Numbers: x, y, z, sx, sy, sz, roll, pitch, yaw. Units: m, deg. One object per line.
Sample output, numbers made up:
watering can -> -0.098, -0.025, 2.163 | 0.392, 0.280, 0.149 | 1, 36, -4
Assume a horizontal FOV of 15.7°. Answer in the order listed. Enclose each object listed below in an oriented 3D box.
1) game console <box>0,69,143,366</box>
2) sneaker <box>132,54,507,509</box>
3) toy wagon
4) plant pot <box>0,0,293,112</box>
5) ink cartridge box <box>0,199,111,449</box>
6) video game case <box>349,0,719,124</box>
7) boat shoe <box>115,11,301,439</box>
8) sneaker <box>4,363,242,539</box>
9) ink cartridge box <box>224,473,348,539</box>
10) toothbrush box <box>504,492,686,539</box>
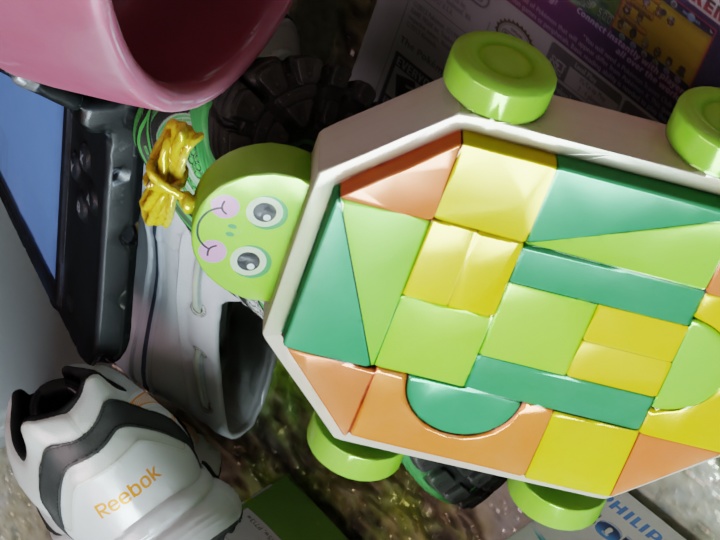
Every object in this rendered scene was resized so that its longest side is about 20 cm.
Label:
game console -> -0.158, -0.082, 0.925 | 0.200, 0.116, 0.177 | -122, 32, -47
sneaker -> 0.000, 0.000, 0.875 | 0.085, 0.078, 0.200 | 16, 148, 52
toy wagon -> 0.030, 0.003, 0.783 | 0.199, 0.040, 0.156 | 13, 126, -10
plant pot -> -0.112, -0.163, 0.763 | 0.178, 0.200, 0.201 | 15, 122, 17
ink cartridge box -> -0.212, 0.028, 1.113 | 0.200, 0.084, 0.145 | -35, 86, 47
video game case -> 0.093, -0.067, 0.813 | 0.200, 0.023, 0.183 | 41, 134, 22
boat shoe -> -0.041, -0.018, 0.941 | 0.067, 0.074, 0.200 | 38, 145, 18
sneaker -> -0.095, 0.066, 0.976 | 0.080, 0.074, 0.200 | 54, 169, -8
ink cartridge box -> -0.093, 0.184, 0.992 | 0.076, 0.200, 0.148 | 46, 135, 16
toothbrush box -> 0.033, 0.179, 0.870 | 0.085, 0.200, 0.147 | 39, 134, 24
